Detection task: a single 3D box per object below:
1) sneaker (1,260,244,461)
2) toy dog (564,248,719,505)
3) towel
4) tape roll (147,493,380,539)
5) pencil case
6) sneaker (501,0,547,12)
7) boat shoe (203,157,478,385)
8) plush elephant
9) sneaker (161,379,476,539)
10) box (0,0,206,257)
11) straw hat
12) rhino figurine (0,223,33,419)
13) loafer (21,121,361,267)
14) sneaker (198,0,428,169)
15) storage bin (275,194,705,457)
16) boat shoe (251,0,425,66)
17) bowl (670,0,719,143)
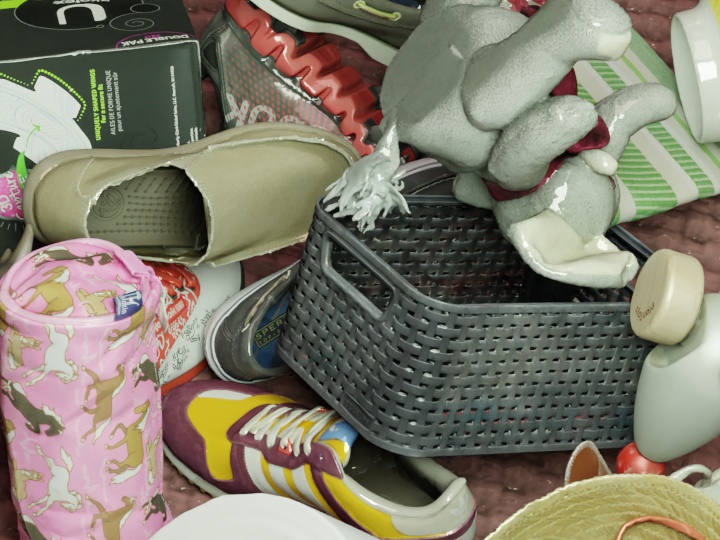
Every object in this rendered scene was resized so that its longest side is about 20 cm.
[{"bbox_3d":[-0.129,0.023,1.654,0.067,0.108,0.201,28,54,20],"label":"sneaker"},{"bbox_3d":[0.171,0.092,1.548,0.132,0.200,0.096,1,26,-4],"label":"toy dog"},{"bbox_3d":[0.146,-0.094,1.744,0.153,0.023,0.200,49,29,14],"label":"towel"},{"bbox_3d":[-0.051,0.215,1.448,0.202,0.071,0.203,-17,59,32],"label":"tape roll"},{"bbox_3d":[-0.142,0.086,1.545,0.086,0.200,0.083,9,31,15],"label":"pencil case"},{"bbox_3d":[0.088,-0.125,1.819,0.081,0.075,0.200,40,32,-24],"label":"sneaker"},{"bbox_3d":[0.000,0.000,1.680,0.200,0.070,0.066,-31,15,-20],"label":"boat shoe"},{"bbox_3d":[0.097,-0.073,1.563,0.155,0.200,0.165,30,13,-33],"label":"plush elephant"},{"bbox_3d":[-0.023,0.097,1.609,0.200,0.090,0.075,25,53,16],"label":"sneaker"},{"bbox_3d":[-0.196,-0.089,1.705,0.200,0.125,0.149,-6,23,-9],"label":"box"},{"bbox_3d":[0.112,0.195,1.524,0.201,0.201,0.085,-14,11,-14],"label":"straw hat"},{"bbox_3d":[-0.230,0.058,1.585,0.060,0.200,0.087,23,15,-32],"label":"rhino figurine"},{"bbox_3d":[-0.086,-0.035,1.631,0.200,0.076,0.068,-9,24,-21],"label":"loafer"},{"bbox_3d":[-0.028,-0.085,1.776,0.200,0.098,0.071,49,24,6],"label":"sneaker"},{"bbox_3d":[0.071,0.029,1.610,0.200,0.094,0.135,-1,28,-35],"label":"storage bin"},{"bbox_3d":[-0.011,-0.176,1.749,0.202,0.060,0.072,19,37,-46],"label":"boat shoe"},{"bbox_3d":[0.246,-0.124,1.751,0.107,0.200,0.200,-12,51,-2],"label":"bowl"}]
